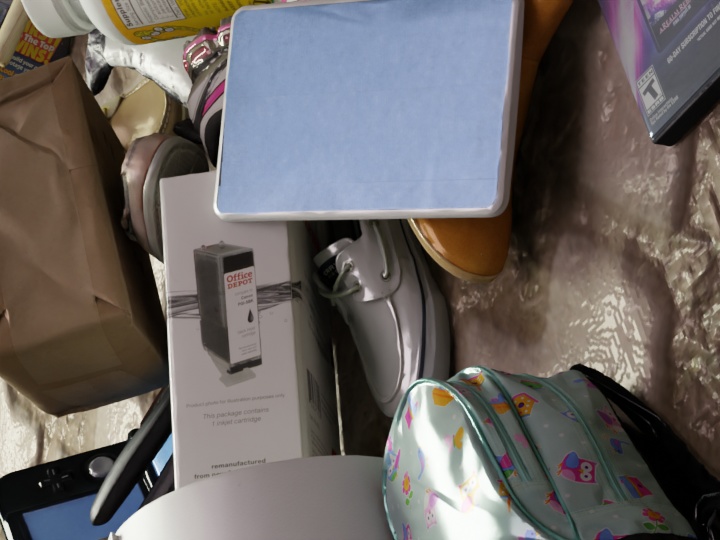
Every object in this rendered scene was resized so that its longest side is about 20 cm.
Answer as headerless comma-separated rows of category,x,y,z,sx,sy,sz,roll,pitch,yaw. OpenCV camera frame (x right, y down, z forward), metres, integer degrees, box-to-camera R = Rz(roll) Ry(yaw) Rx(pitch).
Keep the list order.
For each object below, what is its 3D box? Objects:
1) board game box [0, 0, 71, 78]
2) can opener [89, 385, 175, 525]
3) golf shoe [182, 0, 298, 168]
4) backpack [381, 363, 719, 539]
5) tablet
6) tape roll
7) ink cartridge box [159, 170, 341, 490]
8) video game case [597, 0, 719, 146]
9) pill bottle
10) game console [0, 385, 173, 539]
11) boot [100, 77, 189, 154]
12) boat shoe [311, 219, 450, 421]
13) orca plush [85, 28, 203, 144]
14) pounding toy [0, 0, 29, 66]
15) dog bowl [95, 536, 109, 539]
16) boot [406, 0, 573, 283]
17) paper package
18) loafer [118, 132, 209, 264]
board game box,-0.316,-0.154,1.849,0.062,0.200,0.200,27,92,54
can opener,-0.110,0.092,1.538,0.201,0.063,0.079,-63,-10,-6
golf shoe,-0.031,-0.130,1.436,0.200,0.072,0.092,-30,61,43
backpack,0.094,0.133,1.190,0.167,0.126,0.200,-64,34,31
tablet,0.002,-0.093,1.323,0.199,0.014,0.131,0,81,34
tape roll,-0.041,0.177,1.317,0.202,0.202,0.071,-41,51,45
ink cartridge box,-0.064,0.053,1.421,0.147,0.083,0.201,64,-160,-70
video game case,0.171,-0.188,1.235,0.143,0.019,0.201,-48,47,41
pill bottle,-0.120,-0.208,1.519,0.199,0.113,0.113,-8,74,21
game console,-0.149,0.159,1.569,0.200,0.172,0.119,-119,22,-43
boot,-0.219,-0.092,1.680,0.200,0.154,0.072,-41,48,47
boat shoe,0.000,0.000,1.412,0.074,0.067,0.201,-42,51,45
orca plush,-0.096,-0.119,1.572,0.199,0.071,0.106,2,65,28
pounding toy,-0.176,-0.265,1.664,0.200,0.142,0.185,-49,45,40
dog bowl,-0.128,0.264,1.464,0.199,0.074,0.201,0,88,12
boot,0.076,-0.109,1.316,0.144,0.071,0.202,-46,43,43
paper package,-0.201,-0.019,1.529,0.200,0.103,0.191,69,-174,-76
loafer,-0.130,-0.040,1.500,0.063,0.200,0.072,20,78,15
